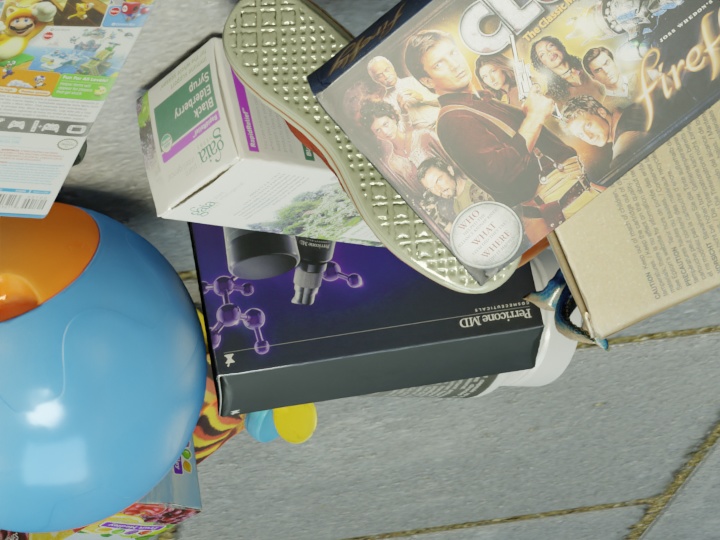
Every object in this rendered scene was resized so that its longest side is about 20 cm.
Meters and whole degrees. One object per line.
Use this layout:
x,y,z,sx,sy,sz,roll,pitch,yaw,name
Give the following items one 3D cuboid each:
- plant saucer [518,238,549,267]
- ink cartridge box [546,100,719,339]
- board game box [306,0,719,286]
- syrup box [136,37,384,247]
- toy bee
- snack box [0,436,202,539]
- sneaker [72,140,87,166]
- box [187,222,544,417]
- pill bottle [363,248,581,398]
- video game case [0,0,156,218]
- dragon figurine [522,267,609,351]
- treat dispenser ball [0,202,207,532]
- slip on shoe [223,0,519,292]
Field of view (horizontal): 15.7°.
0.136,-0.079,1.496,0.200,0.032,0.200,-44,169,-11,plant saucer
0.155,-0.089,1.352,0.165,0.075,0.200,-22,115,5,ink cartridge box
0.093,-0.104,1.278,0.200,0.035,0.135,-39,111,11,board game box
-0.022,-0.070,1.495,0.200,0.081,0.079,8,150,-39,syrup box
-0.074,0.056,1.801,0.131,0.200,0.109,21,130,9,toy bee
-0.196,0.110,1.761,0.068,0.169,0.200,10,153,-40,snack box
-0.248,-0.049,1.431,0.200,0.086,0.080,-7,161,-10,sneaker
0.000,0.000,1.606,0.200,0.141,0.079,-9,160,-5,box
0.039,0.028,1.738,0.200,0.114,0.114,3,156,-32,pill bottle
-0.192,-0.102,1.329,0.143,0.018,0.200,3,137,-31,video game case
0.148,-0.011,1.528,0.099,0.059,0.200,-60,169,12,dragon figurine
-0.193,0.058,1.579,0.201,0.201,0.201,-9,160,-3,treat dispenser ball
0.009,-0.069,1.372,0.074,0.200,0.061,-46,172,1,slip on shoe
